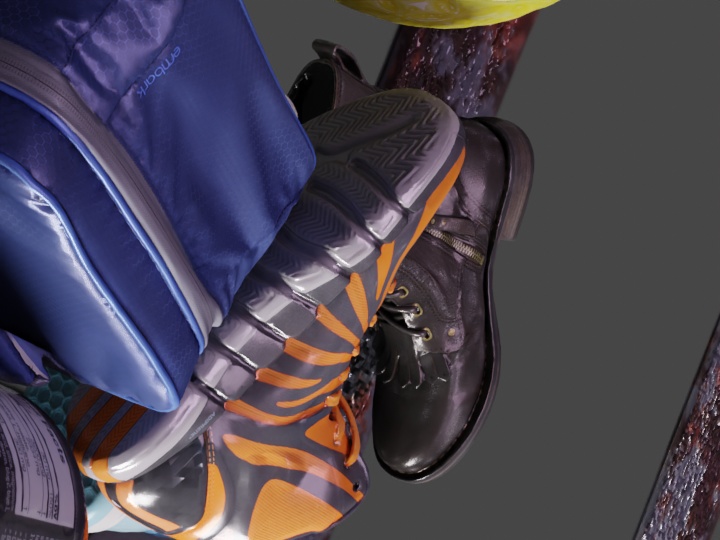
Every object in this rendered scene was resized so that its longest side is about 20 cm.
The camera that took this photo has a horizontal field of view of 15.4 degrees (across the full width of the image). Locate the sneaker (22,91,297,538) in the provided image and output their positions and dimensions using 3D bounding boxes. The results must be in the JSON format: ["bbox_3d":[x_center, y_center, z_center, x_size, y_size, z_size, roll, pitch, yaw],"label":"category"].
[{"bbox_3d":[-0.064,0.023,1.127,0.130,0.079,0.201,27,92,-58],"label":"sneaker"}]

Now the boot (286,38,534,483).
[{"bbox_3d":[0.000,0.000,1.245,0.174,0.069,0.202,6,96,-54],"label":"boot"}]

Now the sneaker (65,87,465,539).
[{"bbox_3d":[-0.019,0.026,1.052,0.200,0.078,0.112,-45,132,0],"label":"sneaker"}]

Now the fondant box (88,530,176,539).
[{"bbox_3d":[-0.117,0.229,1.165,0.144,0.058,0.201,-43,140,-40],"label":"fondant box"}]

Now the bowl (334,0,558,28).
[{"bbox_3d":[0.012,-0.178,1.090,0.200,0.200,0.108,-49,-174,-34],"label":"bowl"}]

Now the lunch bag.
[{"bbox_3d":[-0.113,-0.038,0.949,0.133,0.135,0.200,-58,149,-21],"label":"lunch bag"}]

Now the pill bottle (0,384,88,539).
[{"bbox_3d":[-0.162,0.084,0.946,0.107,0.106,0.200,-69,162,-5],"label":"pill bottle"}]
